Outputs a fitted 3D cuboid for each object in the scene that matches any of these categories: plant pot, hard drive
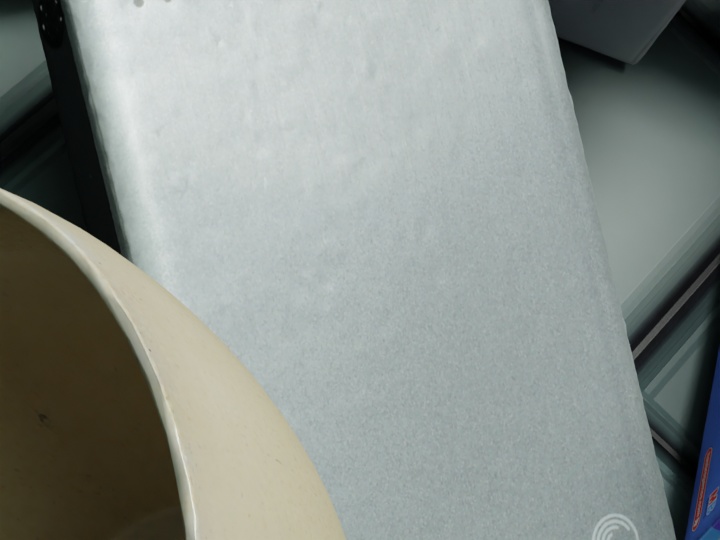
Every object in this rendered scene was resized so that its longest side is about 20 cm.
[{"bbox_3d":[-0.074,0.090,0.589,0.134,0.200,0.201,21,50,-53],"label":"plant pot"},{"bbox_3d":[0.000,0.000,0.701,0.139,0.033,0.201,-14,91,-29],"label":"hard drive"}]

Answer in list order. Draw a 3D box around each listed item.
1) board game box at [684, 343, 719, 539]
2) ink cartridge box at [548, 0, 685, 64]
[{"bbox_3d":[0.152,-0.024,0.737,0.045,0.135,0.201,24,50,-9],"label":"board game box"},{"bbox_3d":[0.050,-0.141,0.812,0.199,0.067,0.116,20,57,-11],"label":"ink cartridge box"}]
